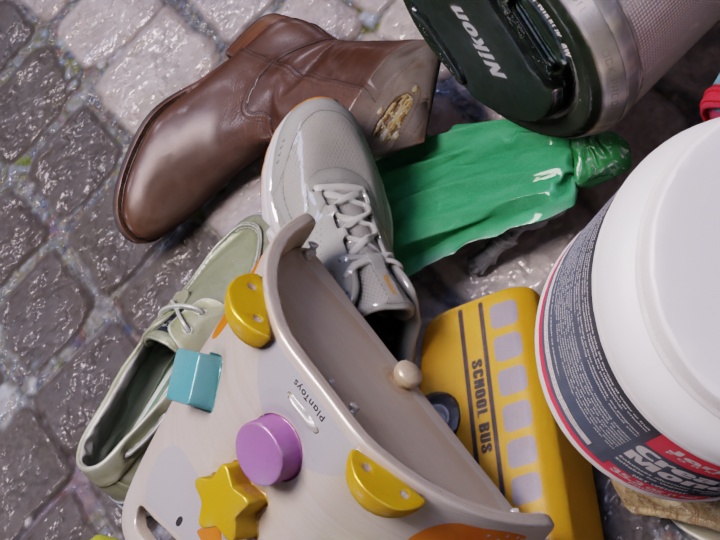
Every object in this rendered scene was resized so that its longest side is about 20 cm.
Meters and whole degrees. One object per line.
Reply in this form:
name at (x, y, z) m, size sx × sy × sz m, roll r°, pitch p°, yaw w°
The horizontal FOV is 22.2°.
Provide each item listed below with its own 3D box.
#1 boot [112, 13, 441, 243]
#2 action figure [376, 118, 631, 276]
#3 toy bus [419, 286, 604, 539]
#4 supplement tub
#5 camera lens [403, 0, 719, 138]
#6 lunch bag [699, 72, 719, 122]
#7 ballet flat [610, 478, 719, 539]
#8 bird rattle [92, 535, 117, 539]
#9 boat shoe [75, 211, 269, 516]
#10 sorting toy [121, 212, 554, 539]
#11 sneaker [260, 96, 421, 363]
boot at (-0.051, -0.075, 1.101) m, size 0.187 × 0.064 × 0.200 m, roll -54°, pitch 34°, yaw -7°
action figure at (0.062, -0.041, 1.039) m, size 0.199 × 0.055 × 0.119 m, roll -16°, pitch 54°, yaw 31°
toy bus at (0.076, 0.115, 0.933) m, size 0.078 × 0.065 × 0.201 m, roll -21°, pitch 54°, yaw 22°
supplement tub at (0.153, 0.017, 0.746) m, size 0.139 × 0.200 × 0.142 m, roll 1°, pitch 79°, yaw -4°
camera lens at (0.127, -0.182, 0.973) m, size 0.200 × 0.160 × 0.160 m, roll -44°, pitch 46°, yaw -19°
lunch bag at (0.258, -0.061, 0.823) m, size 0.199 × 0.176 × 0.082 m, roll 17°, pitch 72°, yaw 49°
ballet flat at (0.198, 0.109, 0.856) m, size 0.070 × 0.066 × 0.199 m, roll -35°, pitch 36°, yaw -31°
bird rattle at (-0.077, 0.215, 0.953) m, size 0.162 × 0.113 × 0.200 m, roll -33°, pitch 51°, yaw -7°
boat shoe at (-0.098, 0.049, 1.092) m, size 0.072 × 0.062 × 0.201 m, roll 15°, pitch 72°, yaw 39°
sorting toy at (-0.042, 0.109, 0.890) m, size 0.200 × 0.107 × 0.180 m, roll 51°, pitch 121°, yaw 20°
sneaker at (0.000, 0.000, 0.969) m, size 0.092 × 0.075 × 0.202 m, roll 149°, pitch 115°, yaw -64°
